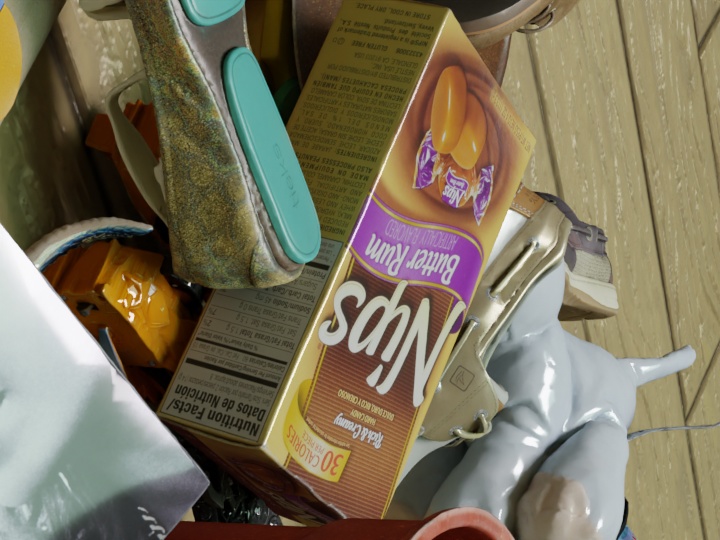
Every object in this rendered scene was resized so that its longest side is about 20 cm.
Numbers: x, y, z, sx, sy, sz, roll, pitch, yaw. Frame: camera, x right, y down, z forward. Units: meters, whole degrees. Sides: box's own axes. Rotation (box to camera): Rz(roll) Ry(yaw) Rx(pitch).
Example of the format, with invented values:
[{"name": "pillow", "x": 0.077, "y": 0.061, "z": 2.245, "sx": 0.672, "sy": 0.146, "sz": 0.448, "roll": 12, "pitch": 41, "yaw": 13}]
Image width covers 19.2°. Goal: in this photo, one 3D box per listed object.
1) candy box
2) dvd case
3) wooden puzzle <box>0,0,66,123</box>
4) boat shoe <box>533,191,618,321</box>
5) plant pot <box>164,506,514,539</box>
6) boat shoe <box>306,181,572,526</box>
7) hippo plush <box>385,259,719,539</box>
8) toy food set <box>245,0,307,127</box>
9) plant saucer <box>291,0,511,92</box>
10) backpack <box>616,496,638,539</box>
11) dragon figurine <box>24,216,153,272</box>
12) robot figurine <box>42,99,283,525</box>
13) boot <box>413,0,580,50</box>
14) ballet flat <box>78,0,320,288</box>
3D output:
[{"name": "candy box", "x": 0.000, "y": 0.000, "z": 0.889, "sx": 0.200, "sy": 0.056, "sz": 0.117, "roll": -66, "pitch": 149, "yaw": -15}, {"name": "dvd case", "x": -0.149, "y": 0.056, "z": 0.677, "sx": 0.149, "sy": 0.016, "sz": 0.200, "roll": -49, "pitch": 122, "yaw": -22}, {"name": "wooden puzzle", "x": -0.147, "y": -0.130, "z": 0.728, "sx": 0.185, "sy": 0.046, "sz": 0.200, "roll": -69, "pitch": 150, "yaw": -31}, {"name": "boat shoe", "x": 0.097, "y": -0.014, "z": 1.228, "sx": 0.200, "sy": 0.072, "sz": 0.065, "roll": 21, "pitch": 64, "yaw": -60}, {"name": "plant pot", "x": -0.058, "y": 0.175, "z": 0.793, "sx": 0.201, "sy": 0.195, "sz": 0.201, "roll": -19, "pitch": 111, "yaw": -61}, {"name": "boat shoe", "x": 0.034, "y": 0.051, "z": 0.979, "sx": 0.075, "sy": 0.068, "sz": 0.200, "roll": 6, "pitch": 107, "yaw": -86}, {"name": "hippo plush", "x": 0.072, "y": 0.049, "z": 1.064, "sx": 0.159, "sy": 0.200, "sz": 0.161, "roll": -105, "pitch": 174, "yaw": -64}, {"name": "toy food set", "x": -0.014, "y": -0.109, "z": 1.002, "sx": 0.200, "sy": 0.049, "sz": 0.198, "roll": 3, "pitch": 92, "yaw": -64}, {"name": "plant saucer", "x": 0.029, "y": -0.129, "z": 0.994, "sx": 0.200, "sy": 0.034, "sz": 0.200, "roll": -19, "pitch": 111, "yaw": -61}, {"name": "backpack", "x": 0.105, "y": 0.227, "z": 1.224, "sx": 0.163, "sy": 0.154, "sz": 0.200, "roll": -19, "pitch": 127, "yaw": -68}, {"name": "dragon figurine", "x": -0.144, "y": 0.060, "z": 0.750, "sx": 0.200, "sy": 0.059, "sz": 0.099, "roll": -48, "pitch": 138, "yaw": -45}, {"name": "robot figurine", "x": -0.065, "y": 0.027, "z": 0.910, "sx": 0.145, "sy": 0.058, "sz": 0.200, "roll": -68, "pitch": 148, "yaw": -30}, {"name": "boot", "x": 0.078, "y": -0.135, "z": 0.984, "sx": 0.200, "sy": 0.074, "sz": 0.075, "roll": -51, "pitch": 148, "yaw": -52}, {"name": "ballet flat", "x": -0.070, "y": -0.086, "z": 0.803, "sx": 0.071, "sy": 0.071, "sz": 0.200, "roll": -34, "pitch": 113, "yaw": -58}]
